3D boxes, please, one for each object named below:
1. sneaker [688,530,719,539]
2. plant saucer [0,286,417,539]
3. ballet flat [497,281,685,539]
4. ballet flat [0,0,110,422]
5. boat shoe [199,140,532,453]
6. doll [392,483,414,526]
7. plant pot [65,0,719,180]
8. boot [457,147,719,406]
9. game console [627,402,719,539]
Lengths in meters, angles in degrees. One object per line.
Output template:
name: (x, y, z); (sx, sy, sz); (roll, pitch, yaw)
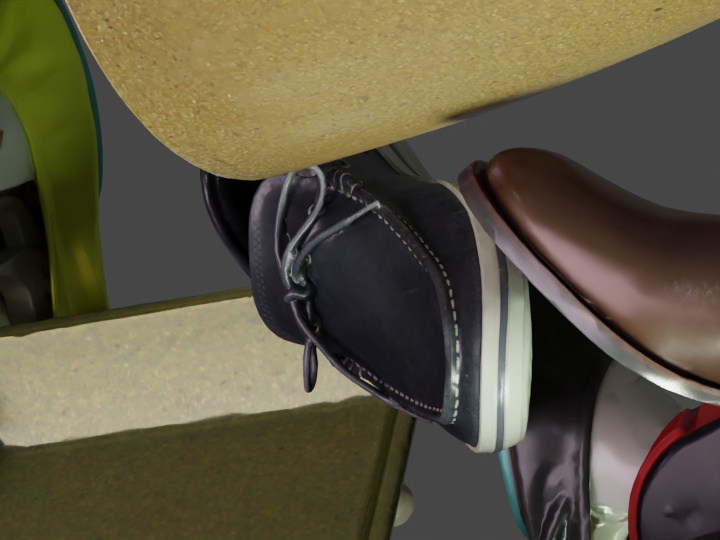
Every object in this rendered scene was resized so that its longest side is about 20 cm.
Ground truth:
sneaker: (0.085, 0.134, 0.663); (0.115, 0.200, 0.076); (85, 180, -45)
plant saucer: (-0.072, 0.090, 0.776); (0.200, 0.200, 0.048); (-10, 127, 20)
ballet flat: (0.078, 0.087, 0.749); (0.068, 0.068, 0.200); (-3, 91, 24)
ballet flat: (-0.125, -0.010, 0.894); (0.067, 0.067, 0.200); (-6, 95, 42)
boat shoe: (0.000, 0.000, 0.738); (0.200, 0.062, 0.075); (-130, 38, -61)
doll: (-0.038, 0.115, 0.807); (0.136, 0.048, 0.200); (-29, 41, 4)
plant pot: (0.045, -0.125, 0.639); (0.200, 0.186, 0.187); (-5, 95, 30)
boot: (0.147, -0.046, 0.614); (0.186, 0.064, 0.200); (32, 109, 2)
game console: (0.180, 0.103, 0.666); (0.177, 0.031, 0.200); (-28, 85, 21)
